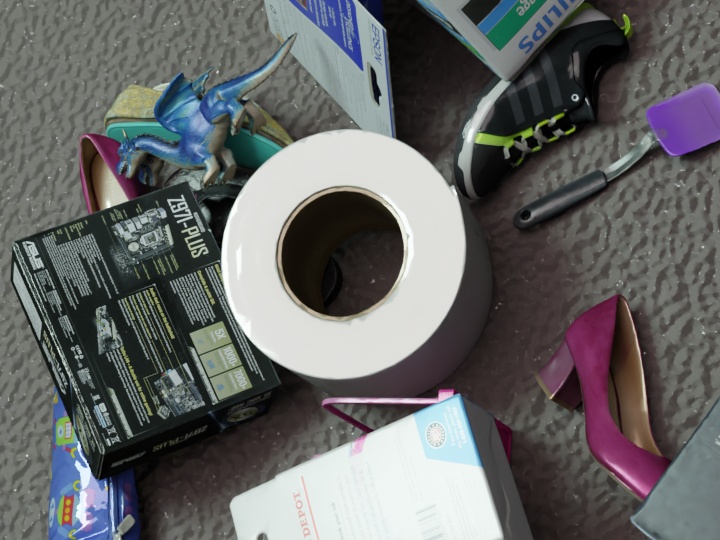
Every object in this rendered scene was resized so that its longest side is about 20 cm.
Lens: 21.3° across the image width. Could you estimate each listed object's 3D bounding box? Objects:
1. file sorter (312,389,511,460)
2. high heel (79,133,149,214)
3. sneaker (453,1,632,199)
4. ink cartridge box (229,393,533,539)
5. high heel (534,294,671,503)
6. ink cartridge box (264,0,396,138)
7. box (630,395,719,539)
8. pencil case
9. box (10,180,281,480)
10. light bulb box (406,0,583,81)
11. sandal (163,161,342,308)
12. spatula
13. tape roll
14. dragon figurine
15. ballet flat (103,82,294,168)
[{"bbox_3d":[0.032,0.207,1.493,0.125,0.139,0.201,-2,72,24],"label":"file sorter"},{"bbox_3d":[-0.212,-0.023,1.696,0.067,0.096,0.201,-13,68,19],"label":"high heel"},{"bbox_3d":[0.155,-0.138,1.591,0.083,0.072,0.200,33,88,27],"label":"sneaker"},{"bbox_3d":[0.014,0.186,1.390,0.199,0.068,0.116,-25,63,18],"label":"ink cartridge box"},{"bbox_3d":[0.213,0.104,1.471,0.096,0.067,0.200,-50,48,12],"label":"high heel"},{"bbox_3d":[-0.018,-0.211,1.619,0.047,0.198,0.200,-36,62,-16],"label":"ink cartridge box"},{"bbox_3d":[0.315,0.148,1.358,0.117,0.197,0.200,36,89,29],"label":"box"},{"bbox_3d":[-0.227,0.168,1.648,0.087,0.078,0.201,-22,63,47],"label":"pencil case"},{"bbox_3d":[-0.184,0.049,1.609,0.163,0.086,0.201,-21,75,-18],"label":"box"},{"bbox_3d":[0.064,-0.290,1.576,0.125,0.200,0.198,-47,39,4],"label":"light bulb box"},{"bbox_3d":[-0.098,-0.038,1.675,0.200,0.048,0.075,35,92,25],"label":"sandal"},{"bbox_3d":[0.213,-0.087,1.577,0.200,0.021,0.057,-32,58,12],"label":"spatula"},{"bbox_3d":[0.000,0.000,1.556,0.202,0.139,0.204,-3,77,12],"label":"tape roll"},{"bbox_3d":[-0.138,-0.139,1.647,0.099,0.059,0.200,39,116,16],"label":"dragon figurine"},{"bbox_3d":[-0.138,-0.137,1.724,0.199,0.071,0.071,8,76,25],"label":"ballet flat"}]
